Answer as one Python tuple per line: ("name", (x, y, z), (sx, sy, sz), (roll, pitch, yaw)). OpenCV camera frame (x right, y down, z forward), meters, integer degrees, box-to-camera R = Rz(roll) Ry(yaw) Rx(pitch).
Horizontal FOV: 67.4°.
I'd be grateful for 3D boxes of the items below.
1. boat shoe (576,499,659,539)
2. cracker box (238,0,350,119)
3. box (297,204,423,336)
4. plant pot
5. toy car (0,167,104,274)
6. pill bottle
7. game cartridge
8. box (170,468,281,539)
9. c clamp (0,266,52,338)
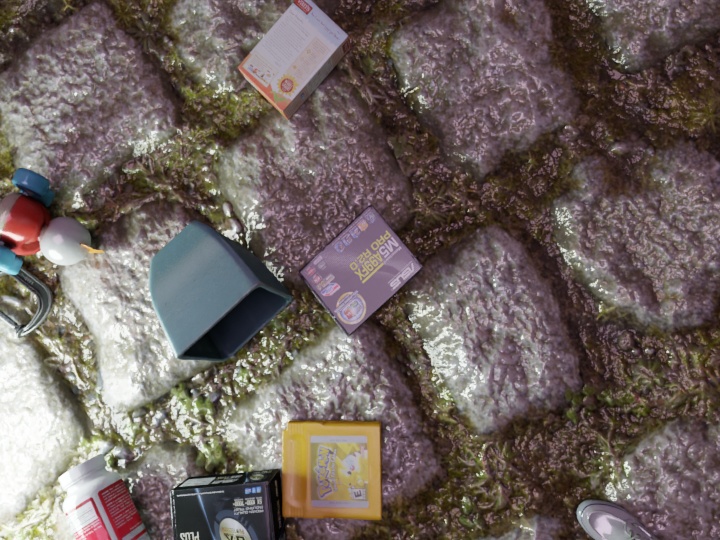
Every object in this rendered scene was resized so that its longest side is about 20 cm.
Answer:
("boat shoe", (0.485, 0.479, 0.958), (0.196, 0.067, 0.075), (27, 89, 7))
("cracker box", (-0.132, -0.431, 1.093), (0.134, 0.058, 0.201), (43, 92, 6))
("box", (0.000, 0.000, 1.055), (0.199, 0.044, 0.161), (-41, 83, 2))
("plant pot", (-0.277, 0.026, 1.015), (0.195, 0.196, 0.201), (-40, 75, 2))
("toy car", (-0.620, -0.066, 1.091), (0.196, 0.176, 0.189), (24, 73, -21))
("pill bottle", (-0.496, 0.468, 1.039), (0.110, 0.112, 0.204), (-30, 83, 3))
("game cartridge", (-0.055, 0.383, 1.040), (0.193, 0.032, 0.182), (-2, 86, 5))
("box", (-0.248, 0.481, 1.025), (0.193, 0.086, 0.169), (-6, 86, 5))
("c clamp", (-0.749, 0.070, 1.141), (0.196, 0.027, 0.174), (27, 84, 9))
